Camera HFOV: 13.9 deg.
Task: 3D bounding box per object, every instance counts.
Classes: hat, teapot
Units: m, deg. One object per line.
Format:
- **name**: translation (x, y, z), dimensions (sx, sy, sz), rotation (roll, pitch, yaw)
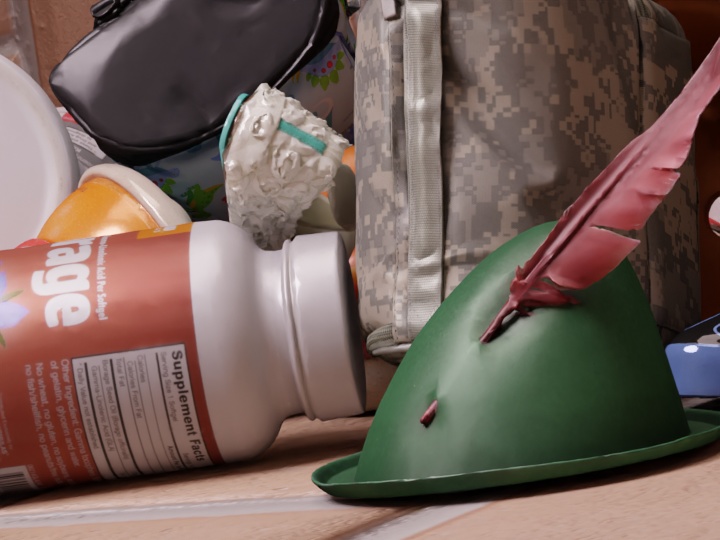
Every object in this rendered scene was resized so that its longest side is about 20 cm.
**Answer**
- **hat**: translation (0.066, -0.011, 1.203), dimensions (0.199, 0.177, 0.166), rotation (-8, 4, 1)
- **teapot**: translation (-0.253, -0.028, 1.625), dimensions (0.198, 0.200, 0.146), rotation (-55, 2, -20)

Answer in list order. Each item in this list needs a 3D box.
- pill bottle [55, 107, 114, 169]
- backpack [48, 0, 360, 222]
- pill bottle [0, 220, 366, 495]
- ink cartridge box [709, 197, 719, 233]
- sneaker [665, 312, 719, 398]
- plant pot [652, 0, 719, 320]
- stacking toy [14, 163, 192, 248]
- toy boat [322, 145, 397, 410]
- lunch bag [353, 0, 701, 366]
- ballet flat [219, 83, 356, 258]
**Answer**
- **pill bottle**: translation (-0.208, -0.005, 1.788), dimensions (0.113, 0.114, 0.200), rotation (-6, 28, 29)
- **backpack**: translation (-0.062, -0.086, 1.599), dimensions (0.163, 0.154, 0.200), rotation (-36, -7, -4)
- **pill bottle**: translation (-0.101, 0.037, 1.354), dimensions (0.199, 0.113, 0.112), rotation (-8, 4, 4)
- **ink cartridge box**: translation (0.144, -0.078, 1.702), dimensions (0.199, 0.045, 0.176), rotation (29, 3, 17)
- **sneaker**: translation (0.211, 0.010, 1.335), dimensions (0.199, 0.078, 0.070), rotation (-11, 5, -37)
- **plant pot**: translation (0.163, -0.039, 1.471), dimensions (0.199, 0.201, 0.140), rotation (-6, -12, 27)
- **stacking toy**: translation (-0.171, 0.048, 1.499), dimensions (0.200, 0.147, 0.146), rotation (-29, 12, -22)
- **toy boat**: translation (0.000, 0.000, 1.542), dimensions (0.130, 0.131, 0.200), rotation (-10, 4, -25)
- **lunch bag**: translation (0.065, -0.045, 1.346), dimensions (0.139, 0.201, 0.168), rotation (-4, -9, 27)
- **ballet flat**: translation (-0.032, -0.025, 1.419), dimensions (0.071, 0.072, 0.200), rotation (-9, -18, -3)
